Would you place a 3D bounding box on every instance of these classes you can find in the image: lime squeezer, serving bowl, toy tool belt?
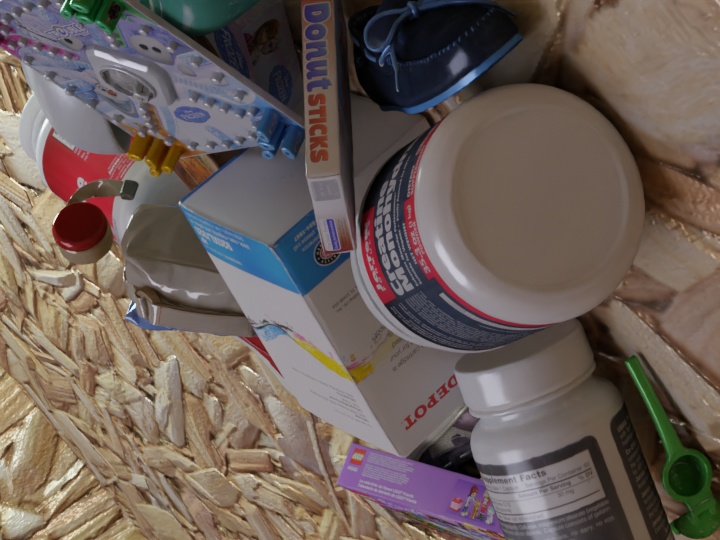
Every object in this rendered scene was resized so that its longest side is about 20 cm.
[{"bbox_3d":[0.223,0.141,1.535,0.201,0.037,0.071,67,-174,-46],"label":"lime squeezer"},{"bbox_3d":[-0.227,-0.184,1.713,0.200,0.065,0.202,-10,-90,-88],"label":"serving bowl"},{"bbox_3d":[-0.150,0.007,1.838,0.198,0.126,0.123,7,146,12],"label":"toy tool belt"}]

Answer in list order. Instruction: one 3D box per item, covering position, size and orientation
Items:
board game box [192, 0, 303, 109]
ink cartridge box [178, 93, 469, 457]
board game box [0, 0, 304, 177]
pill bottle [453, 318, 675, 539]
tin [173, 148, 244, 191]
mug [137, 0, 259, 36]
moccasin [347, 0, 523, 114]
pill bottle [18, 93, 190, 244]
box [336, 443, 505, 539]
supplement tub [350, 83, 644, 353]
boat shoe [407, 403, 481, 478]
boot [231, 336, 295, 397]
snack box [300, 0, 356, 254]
[{"bbox_3d":[-0.119,-0.176,1.680,0.199,0.041,0.201,39,160,31],"label":"board game box"},{"bbox_3d":[0.000,0.000,1.580,0.144,0.147,0.201,22,147,55],"label":"ink cartridge box"},{"bbox_3d":[-0.160,-0.128,1.526,0.199,0.026,0.199,34,160,-29],"label":"board game box"},{"bbox_3d":[0.143,0.142,1.538,0.113,0.112,0.202,2,115,67],"label":"pill bottle"},{"bbox_3d":[-0.116,-0.091,1.692,0.200,0.042,0.112,49,169,28],"label":"tin"},{"bbox_3d":[-0.126,-0.241,1.447,0.152,0.114,0.186,33,157,42],"label":"mug"},{"bbox_3d":[0.030,-0.136,1.343,0.068,0.080,0.200,57,161,-10],"label":"moccasin"},{"bbox_3d":[-0.215,-0.095,1.965,0.200,0.112,0.113,34,157,40],"label":"pill bottle"},{"bbox_3d":[0.096,0.194,1.773,0.199,0.039,0.136,12,166,45],"label":"box"},{"bbox_3d":[0.077,-0.026,1.354,0.141,0.140,0.200,50,162,-3],"label":"supplement tub"},{"bbox_3d":[0.086,0.136,1.780,0.065,0.072,0.200,45,160,11],"label":"boat shoe"},{"bbox_3d":[-0.081,0.030,1.975,0.200,0.073,0.144,42,162,-3],"label":"boot"},{"bbox_3d":[-0.021,-0.110,1.407,0.072,0.024,0.201,76,-172,-49],"label":"snack box"}]
